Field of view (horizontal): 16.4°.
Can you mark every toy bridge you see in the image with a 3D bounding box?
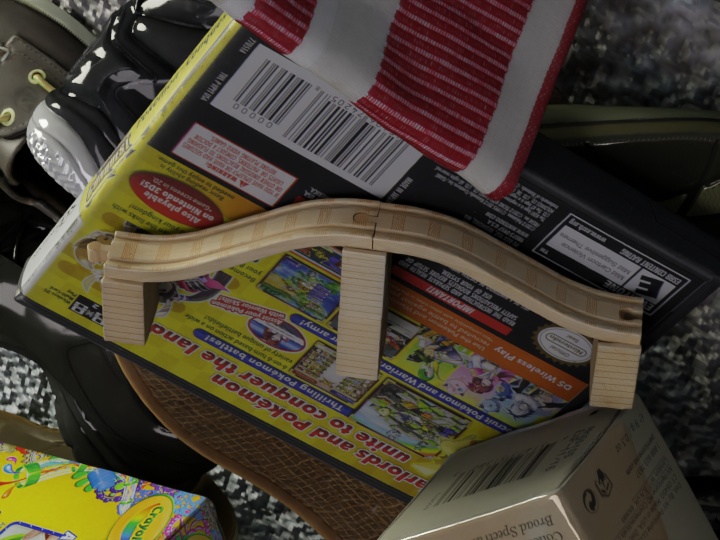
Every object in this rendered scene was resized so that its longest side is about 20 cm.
[{"bbox_3d":[0.001,0.006,0.884,0.200,0.027,0.067,8,133,4],"label":"toy bridge"}]

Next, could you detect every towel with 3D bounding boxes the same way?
[{"bbox_3d":[0.005,-0.131,0.805,0.200,0.144,0.023,34,160,-32],"label":"towel"}]

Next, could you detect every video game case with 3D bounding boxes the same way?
[{"bbox_3d":[0.000,0.000,0.916,0.200,0.026,0.181,29,133,-17],"label":"video game case"}]

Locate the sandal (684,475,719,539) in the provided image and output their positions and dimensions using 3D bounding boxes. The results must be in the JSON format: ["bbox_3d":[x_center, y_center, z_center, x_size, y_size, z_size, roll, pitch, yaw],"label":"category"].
[{"bbox_3d":[0.123,0.100,0.985,0.200,0.076,0.043,14,100,25],"label":"sandal"}]

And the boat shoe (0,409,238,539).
[{"bbox_3d":[-0.137,0.117,1.174,0.201,0.073,0.063,10,134,31],"label":"boat shoe"}]

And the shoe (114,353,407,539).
[{"bbox_3d":[-0.033,0.051,1.027,0.070,0.053,0.200,-30,121,23],"label":"shoe"}]

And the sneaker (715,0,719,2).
[{"bbox_3d":[0.160,-0.165,0.792,0.115,0.076,0.201,24,126,-9],"label":"sneaker"}]

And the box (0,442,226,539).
[{"bbox_3d":[-0.139,0.191,1.084,0.193,0.122,0.200,9,129,40],"label":"box"}]

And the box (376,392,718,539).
[{"bbox_3d":[0.100,0.157,0.924,0.095,0.078,0.200,-24,102,36],"label":"box"}]

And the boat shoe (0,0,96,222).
[{"bbox_3d":[-0.127,-0.058,1.050,0.201,0.061,0.072,32,133,13],"label":"boat shoe"}]

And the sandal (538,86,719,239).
[{"bbox_3d":[0.055,-0.044,0.922,0.201,0.057,0.080,6,135,-2],"label":"sandal"}]

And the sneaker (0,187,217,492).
[{"bbox_3d":[-0.124,0.013,1.084,0.200,0.076,0.091,44,145,-12],"label":"sneaker"}]

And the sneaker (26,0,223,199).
[{"bbox_3d":[-0.020,-0.052,0.968,0.200,0.075,0.114,24,107,-11],"label":"sneaker"}]
